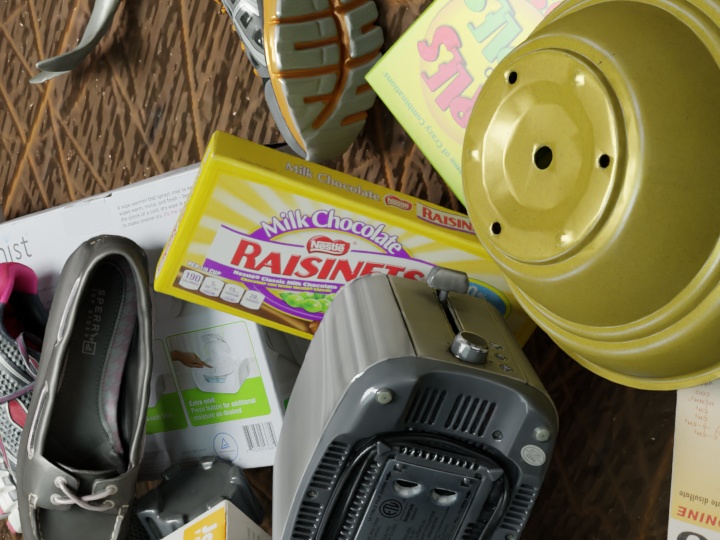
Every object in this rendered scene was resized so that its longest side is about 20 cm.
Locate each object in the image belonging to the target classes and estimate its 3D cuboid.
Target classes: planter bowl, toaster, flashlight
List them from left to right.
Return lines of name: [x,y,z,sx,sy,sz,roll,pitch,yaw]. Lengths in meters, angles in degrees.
flashlight: [-0.059,0.194,0.893,0.068,0.068,0.200,10,135,34]
toaster: [0.018,0.098,0.761,0.113,0.129,0.200,14,116,-12]
planter bowl: [0.104,-0.047,0.659,0.200,0.083,0.201,-3,86,50]

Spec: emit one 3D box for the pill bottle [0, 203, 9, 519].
pill bottle: [-0.255,0.060,0.984,0.112,0.112,0.200,-13,90,35]

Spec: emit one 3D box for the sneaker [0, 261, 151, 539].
sneaker: [-0.182,0.090,0.872,0.075,0.081,0.200,-36,87,24]

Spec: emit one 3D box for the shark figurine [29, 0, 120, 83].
shark figurine: [-0.177,-0.226,0.917,0.089,0.128,0.215,31,140,51]

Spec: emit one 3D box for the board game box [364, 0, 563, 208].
board game box: [0.102,-0.127,0.759,0.200,0.048,0.102,-44,78,33]

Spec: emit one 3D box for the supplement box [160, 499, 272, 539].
supplement box: [-0.036,0.237,0.812,0.073,0.126,0.200,-34,119,19]

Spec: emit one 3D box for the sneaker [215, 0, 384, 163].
sneaker: [-0.047,-0.157,0.842,0.077,0.078,0.200,-11,93,48]

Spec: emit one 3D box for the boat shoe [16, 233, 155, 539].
boat shoe: [-0.149,0.079,0.819,0.057,0.067,0.200,179,98,-76]

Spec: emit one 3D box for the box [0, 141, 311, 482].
box: [-0.116,0.032,0.916,0.200,0.097,0.177,-13,95,35]

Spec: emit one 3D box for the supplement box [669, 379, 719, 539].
supplement box: [0.219,0.114,0.721,0.126,0.073,0.200,10,108,32]

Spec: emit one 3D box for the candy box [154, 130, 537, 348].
candy box: [0.000,0.000,0.796,0.200,0.026,0.102,18,128,-13]
